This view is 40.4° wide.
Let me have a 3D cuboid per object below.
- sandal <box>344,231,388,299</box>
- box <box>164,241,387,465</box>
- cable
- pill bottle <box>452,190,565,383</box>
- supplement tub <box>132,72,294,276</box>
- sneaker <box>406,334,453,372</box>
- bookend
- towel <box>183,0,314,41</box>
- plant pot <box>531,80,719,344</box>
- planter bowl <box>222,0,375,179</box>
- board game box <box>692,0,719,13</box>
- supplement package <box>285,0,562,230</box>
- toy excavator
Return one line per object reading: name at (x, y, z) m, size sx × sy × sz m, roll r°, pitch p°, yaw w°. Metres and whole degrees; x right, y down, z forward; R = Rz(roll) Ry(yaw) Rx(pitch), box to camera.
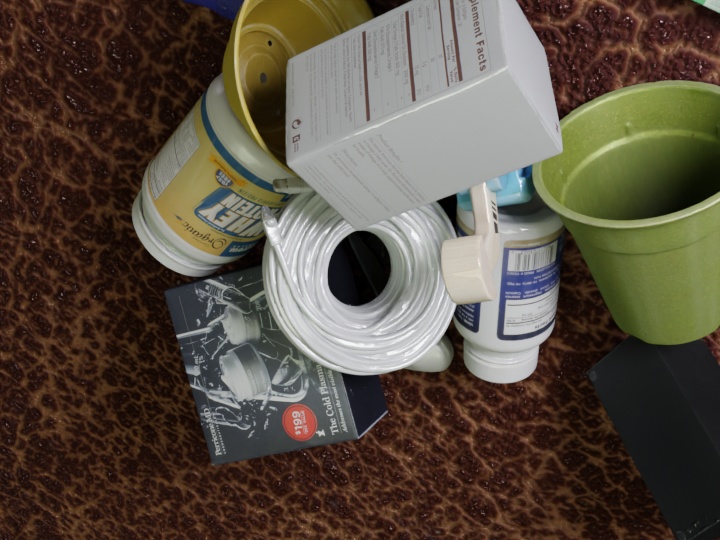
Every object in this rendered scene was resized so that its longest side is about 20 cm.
sandal at (0.011, -0.032, 1.077) m, size 0.048 × 0.075 × 0.202 m, roll -27°, pitch 114°, yaw -3°
box at (-0.090, 0.090, 1.068) m, size 0.180 × 0.104 × 0.203 m, roll -14°, pitch 93°, yaw 22°
cable at (0.000, 0.000, 0.961) m, size 0.197 × 0.069 × 0.203 m, roll -8°, pitch 95°, yaw -17°
pill bottle at (0.151, 0.013, 1.016) m, size 0.110 × 0.111 × 0.202 m, roll 9°, pitch 124°, yaw 15°
supplement tub at (-0.141, -0.099, 1.034) m, size 0.144 × 0.145 × 0.200 m, roll 41°, pitch 126°, yaw -9°
sneaker at (0.006, 0.087, 1.133) m, size 0.198 × 0.089 × 0.076 m, roll 18°, pitch 126°, yaw 11°
bookend at (0.370, 0.166, 1.028) m, size 0.092 × 0.197 × 0.201 m, roll -49°, pitch 53°, yaw 37°
towel at (-0.125, -0.318, 0.951) m, size 0.198 × 0.050 × 0.149 m, roll 22°, pitch 134°, yaw 6°
plant pot at (0.277, -0.039, 0.907) m, size 0.198 × 0.201 × 0.191 m, roll -5°, pitch 133°, yaw 24°
planter bowl at (-0.068, -0.183, 0.915) m, size 0.083 × 0.200 × 0.202 m, roll 3°, pitch 125°, yaw 41°
board game box at (0.334, -0.275, 0.810) m, size 0.198 × 0.029 × 0.135 m, roll 26°, pitch 126°, yaw 4°
supplement package at (0.050, -0.137, 0.811) m, size 0.198 × 0.119 × 0.117 m, roll -19°, pitch 144°, yaw 24°
toy excavator at (0.115, -0.078, 0.892) m, size 0.099 × 0.194 × 0.203 m, roll -9°, pitch 90°, yaw 24°
